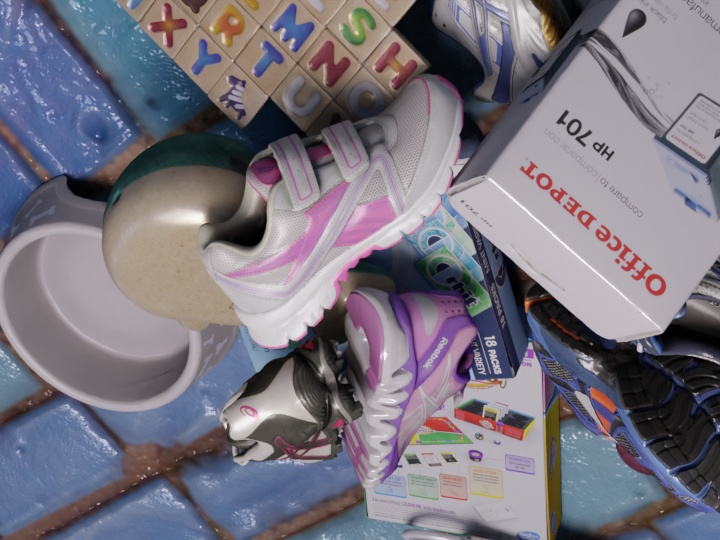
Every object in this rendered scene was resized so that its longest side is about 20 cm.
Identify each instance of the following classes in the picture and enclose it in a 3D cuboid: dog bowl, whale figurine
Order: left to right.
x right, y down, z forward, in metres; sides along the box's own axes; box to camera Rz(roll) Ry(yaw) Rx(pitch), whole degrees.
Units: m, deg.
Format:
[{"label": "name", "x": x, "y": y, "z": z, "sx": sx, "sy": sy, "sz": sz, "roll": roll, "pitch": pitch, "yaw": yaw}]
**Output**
[{"label": "dog bowl", "x": -0.194, "y": 0.024, "z": 1.481, "sx": 0.199, "sy": 0.059, "sz": 0.201, "roll": 11, "pitch": 128, "yaw": 15}, {"label": "whale figurine", "x": -0.075, "y": -0.021, "z": 1.280, "sx": 0.199, "sy": 0.104, "sz": 0.159, "roll": 22, "pitch": 134, "yaw": -25}]

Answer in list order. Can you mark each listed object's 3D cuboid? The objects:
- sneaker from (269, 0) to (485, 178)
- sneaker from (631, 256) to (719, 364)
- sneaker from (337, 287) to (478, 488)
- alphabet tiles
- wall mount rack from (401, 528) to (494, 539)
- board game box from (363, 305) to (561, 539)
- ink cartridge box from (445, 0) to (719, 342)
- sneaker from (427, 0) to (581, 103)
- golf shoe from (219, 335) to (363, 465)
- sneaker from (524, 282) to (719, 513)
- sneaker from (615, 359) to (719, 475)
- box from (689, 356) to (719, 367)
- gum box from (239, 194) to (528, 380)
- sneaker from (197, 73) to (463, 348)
[{"label": "sneaker", "x": 0.005, "y": -0.155, "z": 1.233, "sx": 0.202, "sy": 0.077, "sz": 0.147, "roll": 31, "pitch": 131, "yaw": 23}, {"label": "sneaker", "x": 0.185, "y": 0.007, "z": 1.229, "sx": 0.199, "sy": 0.085, "sz": 0.077, "roll": 22, "pitch": 129, "yaw": 8}, {"label": "sneaker", "x": 0.033, "y": 0.078, "z": 1.306, "sx": 0.088, "sy": 0.081, "sz": 0.200, "roll": -15, "pitch": 148, "yaw": -18}, {"label": "alphabet tiles", "x": -0.054, "y": -0.167, "z": 1.215, "sx": 0.200, "sy": 0.008, "sz": 0.167, "roll": 46, "pitch": 124, "yaw": 4}, {"label": "wall mount rack", "x": 0.121, "y": 0.259, "z": 1.499, "sx": 0.199, "sy": 0.075, "sz": 0.174, "roll": 13, "pitch": 165, "yaw": 0}, {"label": "board game box", "x": 0.073, "y": 0.112, "z": 1.442, "sx": 0.152, "sy": 0.040, "sz": 0.201, "roll": 8, "pitch": 126, "yaw": 18}, {"label": "ink cartridge box", "x": 0.171, "y": -0.079, "z": 1.158, "sx": 0.146, "sy": 0.200, "sz": 0.086, "roll": 40, "pitch": 165, "yaw": -9}, {"label": "sneaker", "x": 0.072, "y": -0.187, "z": 1.206, "sx": 0.088, "sy": 0.075, "sz": 0.201, "roll": -12, "pitch": 118, "yaw": 30}, {"label": "golf shoe", "x": -0.057, "y": 0.095, "z": 1.304, "sx": 0.200, "sy": 0.088, "sz": 0.077, "roll": 108, "pitch": 138, "yaw": -73}, {"label": "sneaker", "x": 0.183, "y": 0.086, "z": 1.268, "sx": 0.200, "sy": 0.075, "sz": 0.079, "roll": 52, "pitch": 158, "yaw": 34}, {"label": "sneaker", "x": 0.251, "y": 0.106, "z": 1.271, "sx": 0.199, "sy": 0.090, "sz": 0.075, "roll": -24, "pitch": 114, "yaw": 33}, {"label": "box", "x": 0.233, "y": 0.002, "z": 1.292, "sx": 0.160, "sy": 0.049, "sz": 0.201, "roll": 13, "pitch": 128, "yaw": 11}, {"label": "gum box", "x": 0.000, "y": 0.000, "z": 1.339, "sx": 0.199, "sy": 0.045, "sz": 0.171, "roll": -4, "pitch": 122, "yaw": 25}, {"label": "sneaker", "x": -0.020, "y": -0.048, "z": 1.166, "sx": 0.200, "sy": 0.081, "sz": 0.088, "roll": -47, "pitch": 121, "yaw": 4}]
